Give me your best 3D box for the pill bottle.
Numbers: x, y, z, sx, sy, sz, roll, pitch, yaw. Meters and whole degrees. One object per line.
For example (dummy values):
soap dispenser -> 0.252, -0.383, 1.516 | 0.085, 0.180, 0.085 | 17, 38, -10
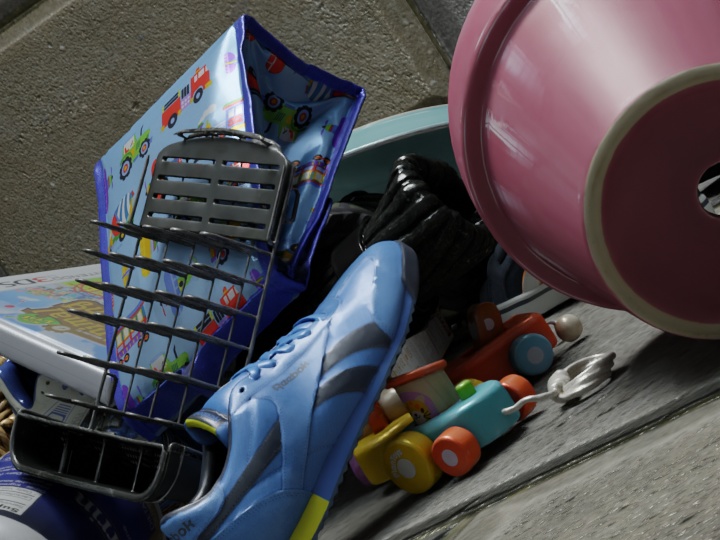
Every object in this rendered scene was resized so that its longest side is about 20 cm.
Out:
pill bottle -> -0.185, 0.170, 1.520 | 0.115, 0.116, 0.200 | -31, 6, 20

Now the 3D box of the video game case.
video game case -> -0.137, 0.033, 1.724 | 0.181, 0.022, 0.199 | -9, 20, -41

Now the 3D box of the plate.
plate -> 0.028, -0.071, 1.798 | 0.199, 0.026, 0.200 | -15, -10, -3

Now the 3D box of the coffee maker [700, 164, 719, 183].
coffee maker -> 0.227, -0.113, 1.701 | 0.193, 0.134, 0.200 | -56, 11, -18

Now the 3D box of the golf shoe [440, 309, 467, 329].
golf shoe -> 0.039, -0.001, 1.877 | 0.199, 0.095, 0.078 | -31, 4, 8

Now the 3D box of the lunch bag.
lunch bag -> -0.081, -0.013, 1.577 | 0.150, 0.094, 0.201 | -42, 30, 36

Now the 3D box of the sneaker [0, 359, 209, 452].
sneaker -> -0.154, 0.081, 1.728 | 0.199, 0.088, 0.075 | -9, 35, 50

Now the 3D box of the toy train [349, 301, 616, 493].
toy train -> 0.056, 0.053, 1.477 | 0.150, 0.056, 0.200 | -34, 5, -7

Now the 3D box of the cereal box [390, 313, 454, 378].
cereal box -> -0.022, 0.083, 1.756 | 0.143, 0.040, 0.200 | -31, 6, 13

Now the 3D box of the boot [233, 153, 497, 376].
boot -> 0.002, 0.002, 1.583 | 0.158, 0.079, 0.211 | -53, 14, 9

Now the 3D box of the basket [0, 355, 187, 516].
basket -> -0.200, 0.123, 1.874 | 0.200, 0.150, 0.143 | -35, 5, -30

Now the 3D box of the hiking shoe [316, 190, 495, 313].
hiking shoe -> -0.002, -0.009, 1.767 | 0.199, 0.076, 0.100 | 5, 9, -36

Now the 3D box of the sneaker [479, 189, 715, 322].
sneaker -> 0.126, -0.029, 1.693 | 0.078, 0.080, 0.200 | -38, 5, -38

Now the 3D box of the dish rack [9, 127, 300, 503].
dish rack -> -0.104, 0.020, 1.492 | 0.153, 0.054, 0.201 | 7, 81, 53

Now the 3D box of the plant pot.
plant pot -> 0.147, -0.059, 1.322 | 0.199, 0.201, 0.179 | -32, 20, 6

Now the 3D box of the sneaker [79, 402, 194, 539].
sneaker -> -0.155, 0.167, 1.669 | 0.200, 0.085, 0.077 | -53, 20, 30

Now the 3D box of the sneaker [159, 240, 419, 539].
sneaker -> -0.034, 0.060, 1.415 | 0.201, 0.078, 0.066 | -64, 9, -23
